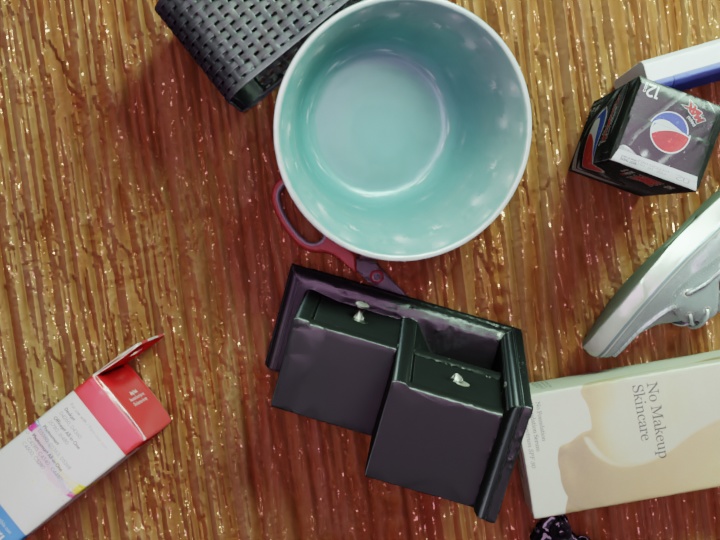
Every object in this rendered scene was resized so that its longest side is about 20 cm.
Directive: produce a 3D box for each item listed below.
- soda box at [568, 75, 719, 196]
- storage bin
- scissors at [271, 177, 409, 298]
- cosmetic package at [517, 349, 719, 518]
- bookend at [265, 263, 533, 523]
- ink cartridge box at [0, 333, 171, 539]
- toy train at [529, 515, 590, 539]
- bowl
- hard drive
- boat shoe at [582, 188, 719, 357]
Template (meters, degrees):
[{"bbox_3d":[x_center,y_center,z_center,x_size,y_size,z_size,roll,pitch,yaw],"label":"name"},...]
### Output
[{"bbox_3d":[0.211,-0.097,1.020,0.071,0.200,0.063,20,92,0],"label":"soda box"},{"bbox_3d":[-0.049,-0.224,1.052,0.200,0.135,0.094,-39,91,2],"label":"storage bin"},{"bbox_3d":[0.000,0.000,1.123,0.073,0.014,0.200,-31,92,-1],"label":"scissors"},{"bbox_3d":[0.225,0.130,1.092,0.199,0.071,0.106,-11,91,2],"label":"cosmetic package"},{"bbox_3d":[0.019,0.085,1.025,0.199,0.199,0.092,16,104,1],"label":"bookend"},{"bbox_3d":[-0.225,0.138,1.078,0.200,0.116,0.067,-38,90,3],"label":"ink cartridge box"},{"bbox_3d":[0.216,0.281,1.116,0.200,0.034,0.046,44,96,0],"label":"toy train"},{"bbox_3d":[0.024,-0.113,1.059,0.200,0.105,0.201,-2,99,-11],"label":"bowl"},{"bbox_3d":[0.306,-0.171,1.049,0.199,0.132,0.025,-16,91,2],"label":"hard drive"},{"bbox_3d":[0.267,0.008,1.088,0.201,0.070,0.072,-45,87,0],"label":"boat shoe"}]
